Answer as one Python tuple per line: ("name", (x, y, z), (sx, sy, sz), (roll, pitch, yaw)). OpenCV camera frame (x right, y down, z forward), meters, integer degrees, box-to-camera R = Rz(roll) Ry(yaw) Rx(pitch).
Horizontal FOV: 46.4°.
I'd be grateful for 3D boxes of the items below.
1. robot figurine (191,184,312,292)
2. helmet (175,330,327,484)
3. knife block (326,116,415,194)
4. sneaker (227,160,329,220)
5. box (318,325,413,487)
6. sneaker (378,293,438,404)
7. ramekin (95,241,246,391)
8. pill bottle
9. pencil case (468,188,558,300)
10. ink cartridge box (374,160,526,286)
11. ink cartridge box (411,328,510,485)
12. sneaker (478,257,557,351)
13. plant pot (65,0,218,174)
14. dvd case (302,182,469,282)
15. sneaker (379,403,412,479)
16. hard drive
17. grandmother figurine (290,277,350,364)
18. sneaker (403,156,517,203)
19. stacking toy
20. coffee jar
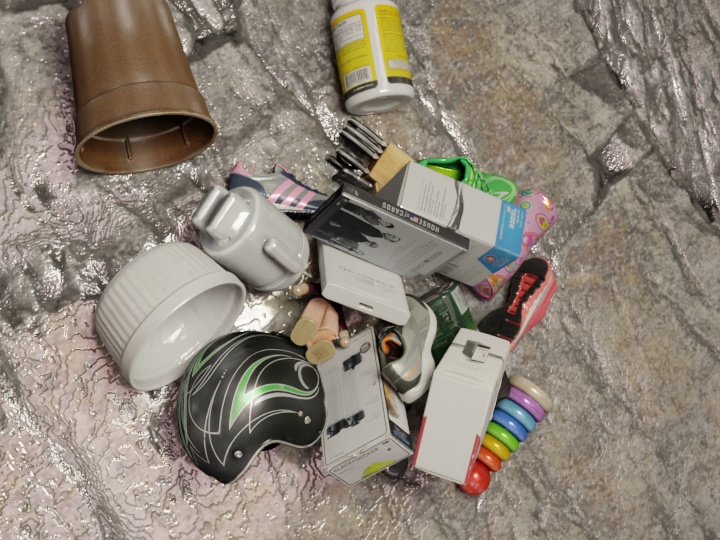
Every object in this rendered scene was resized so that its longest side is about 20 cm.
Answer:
("robot figurine", (-0.149, -0.042, 1.205), (0.113, 0.169, 0.200), (-54, 136, -4))
("helmet", (-0.161, 0.186, 1.163), (0.189, 0.199, 0.203), (-4, 84, -31))
("knife block", (0.051, -0.163, 1.350), (0.198, 0.064, 0.178), (-10, 87, -21))
("sneaker", (-0.104, -0.122, 1.286), (0.198, 0.070, 0.083), (5, 81, -21))
("box", (0.001, 0.191, 1.201), (0.116, 0.201, 0.060), (-32, 128, 19))
("sneaker", (0.064, 0.096, 1.213), (0.079, 0.074, 0.201), (41, 27, -25))
("ramekin", (-0.262, 0.055, 1.140), (0.200, 0.201, 0.105), (-40, 71, -20))
("pill bottle", (0.015, -0.360, 1.338), (0.113, 0.114, 0.203), (-8, 86, -20))
("pencil case", (0.241, -0.045, 1.393), (0.087, 0.087, 0.200), (46, 72, -9))
("ink cartridge box", (0.121, -0.065, 1.246), (0.198, 0.145, 0.085), (21, 66, -15))
("ink cartridge box", (0.146, 0.185, 1.191), (0.082, 0.200, 0.149), (16, 107, 13))
("sneaker", (0.269, 0.081, 1.394), (0.201, 0.073, 0.087), (-55, 133, -6))
("plant pot", (-0.317, -0.265, 1.171), (0.198, 0.200, 0.201), (-12, 80, -21))
("dvd case", (0.034, -0.049, 1.193), (0.198, 0.150, 0.025), (23, 64, -18))
("sneaker", (0.046, 0.218, 1.288), (0.073, 0.081, 0.203), (-3, 84, -20))
("hard drive", (0.000, 0.000, 1.252), (0.131, 0.201, 0.026), (21, 114, -16))
("grandmother figurine", (-0.051, 0.061, 1.230), (0.060, 0.200, 0.122), (-24, 111, 16))
("sneaker", (0.162, -0.130, 1.308), (0.198, 0.083, 0.075), (7, 79, -21))
("stacking toy", (0.221, 0.270, 1.352), (0.085, 0.085, 0.201), (42, 77, -10))
("coffee jar", (0.153, 0.127, 1.327), (0.104, 0.085, 0.201), (-28, 93, 19))
